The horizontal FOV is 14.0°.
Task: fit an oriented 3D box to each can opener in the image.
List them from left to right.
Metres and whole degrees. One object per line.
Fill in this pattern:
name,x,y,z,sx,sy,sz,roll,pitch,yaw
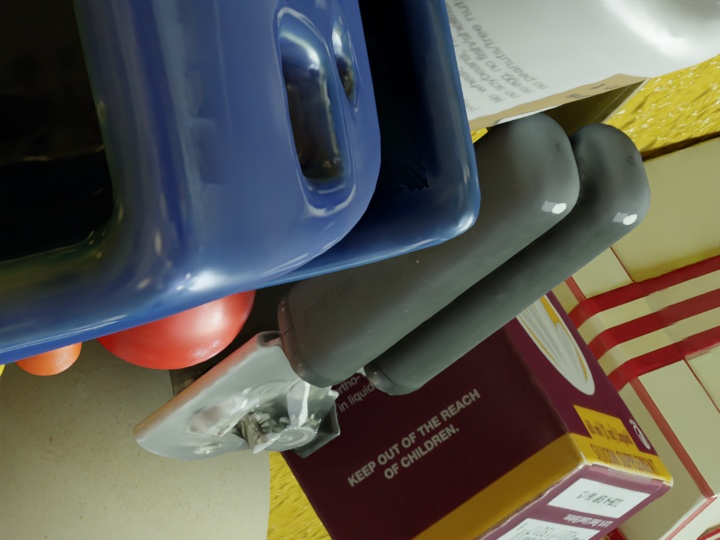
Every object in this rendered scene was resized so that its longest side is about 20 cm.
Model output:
can opener,0.000,0.000,0.848,0.053,0.067,0.200,7,148,-38

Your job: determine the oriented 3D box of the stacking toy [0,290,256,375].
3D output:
stacking toy,-0.130,0.006,0.840,0.200,0.085,0.085,-3,157,-8

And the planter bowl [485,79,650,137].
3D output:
planter bowl,0.079,-0.124,0.864,0.200,0.083,0.200,-48,-175,6

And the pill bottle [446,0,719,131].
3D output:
pill bottle,-0.004,-0.086,0.771,0.200,0.114,0.114,-15,174,36

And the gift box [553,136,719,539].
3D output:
gift box,0.119,0.071,1.349,0.187,0.185,0.200,-17,152,-40

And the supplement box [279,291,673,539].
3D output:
supplement box,0.006,0.008,0.970,0.086,0.200,0.110,-36,162,13

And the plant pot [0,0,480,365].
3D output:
plant pot,-0.092,-0.073,0.552,0.200,0.200,0.180,-13,177,24

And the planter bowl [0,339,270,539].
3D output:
planter bowl,-0.110,0.061,0.998,0.135,0.200,0.200,-56,165,-9
